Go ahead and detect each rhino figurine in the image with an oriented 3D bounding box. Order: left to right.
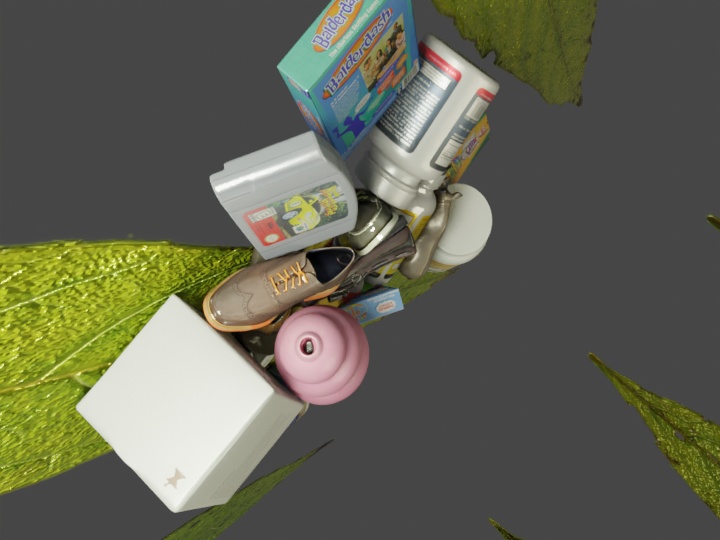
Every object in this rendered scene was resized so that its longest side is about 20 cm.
[{"bbox_3d":[0.106,-0.077,1.186,0.059,0.088,0.203,10,115,-33],"label":"rhino figurine"}]

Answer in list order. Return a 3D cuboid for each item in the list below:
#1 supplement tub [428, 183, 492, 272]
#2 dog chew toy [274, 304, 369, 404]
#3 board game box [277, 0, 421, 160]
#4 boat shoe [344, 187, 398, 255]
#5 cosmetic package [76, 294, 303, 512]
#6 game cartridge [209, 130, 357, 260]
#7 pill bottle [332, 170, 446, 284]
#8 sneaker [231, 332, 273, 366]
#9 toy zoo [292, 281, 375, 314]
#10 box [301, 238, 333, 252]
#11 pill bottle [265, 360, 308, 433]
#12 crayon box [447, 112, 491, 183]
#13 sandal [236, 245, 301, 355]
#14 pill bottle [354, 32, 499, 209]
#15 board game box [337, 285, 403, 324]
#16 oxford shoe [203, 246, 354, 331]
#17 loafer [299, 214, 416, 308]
[{"bbox_3d":[0.156,-0.078,1.361,0.145,0.144,0.200,-48,-178,-9],"label":"supplement tub"},{"bbox_3d":[-0.052,0.100,0.900,0.125,0.124,0.200,-49,171,-5],"label":"dog chew toy"},{"bbox_3d":[-0.003,-0.216,0.779,0.153,0.045,0.200,-50,167,-4],"label":"board game box"},{"bbox_3d":[0.001,-0.072,0.978,0.072,0.060,0.202,-42,-168,2],"label":"boat shoe"},{"bbox_3d":[-0.191,0.163,0.878,0.167,0.167,0.200,-49,167,-7],"label":"cosmetic package"},{"bbox_3d":[-0.070,-0.075,0.794,0.130,0.042,0.200,-24,160,1],"label":"game cartridge"},{"bbox_3d":[0.046,-0.088,1.127,0.202,0.112,0.112,-57,165,26],"label":"pill bottle"},{"bbox_3d":[-0.175,0.135,1.070,0.090,0.066,0.202,-42,165,-36],"label":"sneaker"},{"bbox_3d":[-0.076,0.051,1.116,0.129,0.021,0.199,-15,-175,30],"label":"toy zoo"},{"bbox_3d":[-0.073,-0.039,0.993,0.075,0.050,0.202,-40,162,-34],"label":"box"},{"bbox_3d":[-0.182,0.245,1.239,0.199,0.110,0.112,-35,159,-50],"label":"pill bottle"},{"bbox_3d":[0.163,-0.226,1.271,0.120,0.058,0.200,-53,167,5],"label":"crayon box"},{"bbox_3d":[-0.114,0.038,0.949,0.080,0.055,0.203,5,126,-22],"label":"sandal"},{"bbox_3d":[0.079,-0.189,0.959,0.202,0.119,0.119,-55,166,18],"label":"pill bottle"},{"bbox_3d":[-0.024,0.062,1.164,0.148,0.038,0.200,-19,-177,-8],"label":"board game box"},{"bbox_3d":[-0.091,0.011,0.852,0.198,0.072,0.073,-25,172,-38],"label":"oxford shoe"},{"bbox_3d":[0.000,0.000,1.022,0.199,0.064,0.072,-38,-169,-20],"label":"loafer"}]
